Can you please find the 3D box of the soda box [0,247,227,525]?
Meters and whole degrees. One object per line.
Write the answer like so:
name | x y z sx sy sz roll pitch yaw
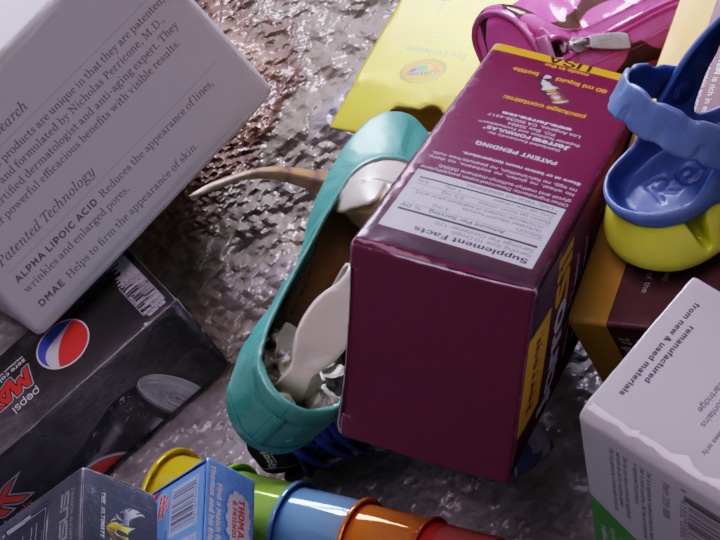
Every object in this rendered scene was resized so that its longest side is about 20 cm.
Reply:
soda box | -0.177 0.084 1.113 0.200 0.071 0.063 -41 46 -6

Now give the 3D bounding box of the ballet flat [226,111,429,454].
ballet flat | 0.000 0.000 0.976 0.200 0.067 0.070 -63 13 -23

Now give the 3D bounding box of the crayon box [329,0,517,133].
crayon box | 0.082 -0.139 1.161 0.127 0.051 0.200 13 62 34

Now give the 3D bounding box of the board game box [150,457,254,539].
board game box | -0.130 0.201 0.974 0.200 0.037 0.151 -33 42 34

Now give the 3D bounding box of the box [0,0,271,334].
box | -0.190 -0.088 1.165 0.200 0.131 0.199 -47 22 -12

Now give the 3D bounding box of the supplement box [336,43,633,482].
supplement box | 0.066 -0.009 0.930 0.086 0.110 0.200 16 37 15

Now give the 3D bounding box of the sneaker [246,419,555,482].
sneaker | 0.002 0.072 1.027 0.115 0.081 0.199 -45 41 -10

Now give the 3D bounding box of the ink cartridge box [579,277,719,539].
ink cartridge box | 0.197 0.114 0.814 0.200 0.146 0.084 32 67 26

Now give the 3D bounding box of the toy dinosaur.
toy dinosaur | 0.017 -0.035 1.060 0.200 0.106 0.060 22 100 -1

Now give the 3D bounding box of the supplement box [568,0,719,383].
supplement box | 0.235 -0.013 0.926 0.200 0.133 0.197 5 58 31

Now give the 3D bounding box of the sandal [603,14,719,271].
sandal | 0.182 -0.086 0.862 0.200 0.087 0.079 -40 45 -7

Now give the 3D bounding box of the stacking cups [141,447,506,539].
stacking cups | -0.018 0.140 1.001 0.200 0.061 0.061 12 62 31

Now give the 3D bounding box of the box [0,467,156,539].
box | -0.160 0.214 0.925 0.158 0.051 0.200 -35 42 32

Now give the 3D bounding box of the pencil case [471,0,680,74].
pencil case | 0.164 -0.142 1.061 0.200 0.094 0.091 -29 82 -16
